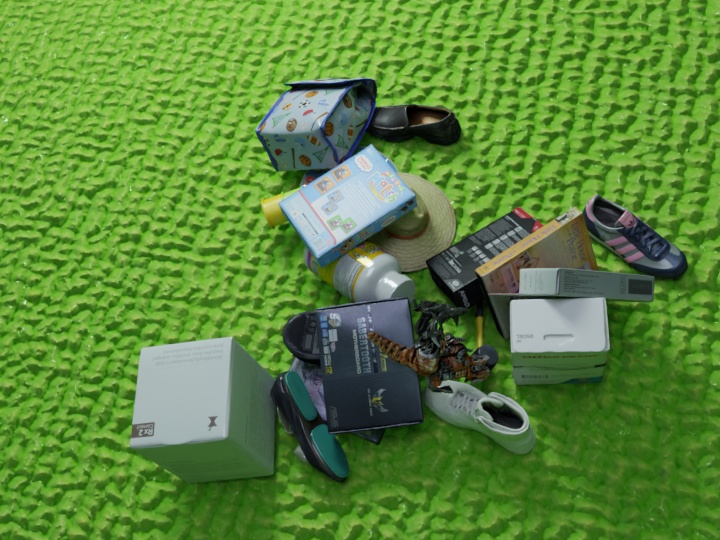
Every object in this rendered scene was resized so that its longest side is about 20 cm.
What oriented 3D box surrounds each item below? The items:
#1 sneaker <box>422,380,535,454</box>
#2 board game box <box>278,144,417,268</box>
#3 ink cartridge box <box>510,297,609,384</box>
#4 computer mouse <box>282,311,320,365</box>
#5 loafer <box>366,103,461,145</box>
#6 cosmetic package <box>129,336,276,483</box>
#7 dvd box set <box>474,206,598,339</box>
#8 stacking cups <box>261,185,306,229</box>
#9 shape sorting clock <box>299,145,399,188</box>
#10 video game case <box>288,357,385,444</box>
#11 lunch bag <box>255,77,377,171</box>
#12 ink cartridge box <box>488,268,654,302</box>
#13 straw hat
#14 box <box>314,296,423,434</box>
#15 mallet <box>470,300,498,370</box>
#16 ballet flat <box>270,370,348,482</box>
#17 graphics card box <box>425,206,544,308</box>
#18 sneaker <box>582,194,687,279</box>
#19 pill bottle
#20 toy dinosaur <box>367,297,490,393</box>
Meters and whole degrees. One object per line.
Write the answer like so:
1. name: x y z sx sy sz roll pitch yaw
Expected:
1. sneaker: 0.182 0.211 1.472 0.197 0.116 0.074 23 71 23
2. board game box: -0.023 -0.114 1.613 0.198 0.037 0.152 -33 54 -7
3. ink cartridge box: 0.304 0.112 1.444 0.142 0.200 0.086 -2 70 10
4. computer mouse: -0.035 0.130 1.580 0.196 0.053 0.141 12 63 3
5. loafer: 0.092 -0.291 1.777 0.196 0.073 0.074 5 64 15
6. cosmetic package: -0.243 0.227 1.495 0.162 0.201 0.168 -8 61 14
7. dvd box set: 0.294 0.006 1.540 0.198 0.148 0.029 -32 37 -6
8. stacking cups: -0.081 -0.140 1.703 0.197 0.061 0.061 -23 60 6
9. shape sorting clock: -0.019 -0.148 1.745 0.196 0.039 0.203 -5 62 9
10. video game case: -0.029 0.192 1.582 0.197 0.019 0.145 19 68 19
11. lunch bag: -0.077 -0.294 1.769 0.168 0.125 0.201 4 47 34
12. ink cartridge box: 0.327 0.024 1.462 0.197 0.173 0.044 4 88 -28
13. straw hat: 0.074 -0.105 1.657 0.197 0.085 0.205 -1 68 2
14. box: 0.014 0.152 1.504 0.154 0.051 0.204 -7 84 5
15. mallet: 0.203 0.083 1.563 0.040 0.066 0.203 15 60 -15
16. ballet flat: -0.089 0.261 1.528 0.072 0.073 0.202 -30 80 -5
17. graphics card box: 0.222 -0.021 1.592 0.198 0.051 0.126 -29 33 -7
18. sneaker: 0.458 -0.057 1.573 0.198 0.082 0.070 32 72 24
19. pill bottle: 0.000 0.000 1.615 0.199 0.105 0.104 35 74 32
20. toy dinosaur: 0.113 0.118 1.445 0.101 0.198 0.138 11 88 53
